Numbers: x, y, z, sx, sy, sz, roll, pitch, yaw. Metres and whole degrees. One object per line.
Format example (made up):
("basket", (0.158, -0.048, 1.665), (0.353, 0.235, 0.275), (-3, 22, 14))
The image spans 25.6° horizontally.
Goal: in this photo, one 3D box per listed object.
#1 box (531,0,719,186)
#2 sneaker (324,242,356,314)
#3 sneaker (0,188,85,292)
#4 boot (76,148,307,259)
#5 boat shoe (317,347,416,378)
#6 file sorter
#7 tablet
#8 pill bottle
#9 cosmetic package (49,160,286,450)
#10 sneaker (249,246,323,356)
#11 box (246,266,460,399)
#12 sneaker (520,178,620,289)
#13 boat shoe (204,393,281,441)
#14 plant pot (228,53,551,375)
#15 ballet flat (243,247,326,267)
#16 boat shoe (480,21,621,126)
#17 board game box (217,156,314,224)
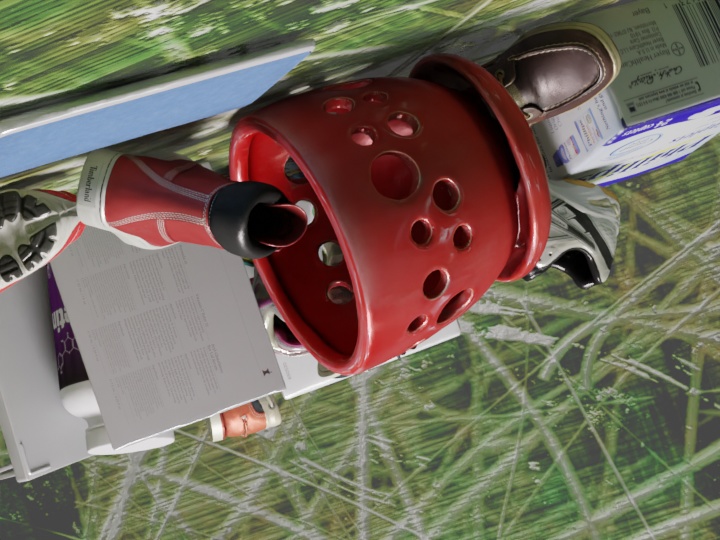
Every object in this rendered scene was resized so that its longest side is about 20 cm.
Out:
("box", (0.232, -0.150, 1.348), (0.183, 0.105, 0.200), (-18, 170, -22))
("sneaker", (0.000, 0.000, 1.309), (0.074, 0.082, 0.200), (5, -142, 6))
("sneaker", (-0.281, -0.004, 1.143), (0.199, 0.077, 0.085), (-20, -176, 20))
("boot", (-0.098, -0.040, 1.115), (0.144, 0.073, 0.200), (12, -177, 10))
("boat shoe", (0.027, 0.048, 1.397), (0.066, 0.075, 0.199), (17, 140, -22))
("file sorter", (-0.326, 0.086, 1.431), (0.124, 0.201, 0.139), (-15, -179, 30))
("tablet", (-0.133, -0.094, 0.926), (0.199, 0.014, 0.130), (-20, 178, -25))
("pill bottle", (-0.214, 0.056, 1.396), (0.112, 0.201, 0.112), (-9, 168, -2))
("cosmetic package", (-0.164, 0.029, 1.303), (0.150, 0.201, 0.052), (-18, 179, -8))
("sneaker", (-0.068, 0.042, 1.442), (0.081, 0.089, 0.200), (-6, 156, -4))
("box", (-0.025, -0.001, 1.634), (0.198, 0.201, 0.131), (-20, -170, -5))
("sneaker", (0.128, -0.039, 1.294), (0.199, 0.088, 0.076), (13, 161, -21))
("boat shoe", (-0.122, 0.056, 1.392), (0.062, 0.201, 0.071), (-12, 150, -10))
("plant pot", (0.027, -0.046, 1.147), (0.182, 0.201, 0.200), (-21, 179, -21))
("ballet flat", (-0.084, -0.030, 1.485), (0.067, 0.067, 0.200), (-47, 138, 8))
("boat shoe", (0.110, -0.132, 1.230), (0.199, 0.072, 0.072), (-13, -151, 41))
("board game box", (-0.025, -0.077, 1.447), (0.126, 0.035, 0.200), (16, -157, 38))
